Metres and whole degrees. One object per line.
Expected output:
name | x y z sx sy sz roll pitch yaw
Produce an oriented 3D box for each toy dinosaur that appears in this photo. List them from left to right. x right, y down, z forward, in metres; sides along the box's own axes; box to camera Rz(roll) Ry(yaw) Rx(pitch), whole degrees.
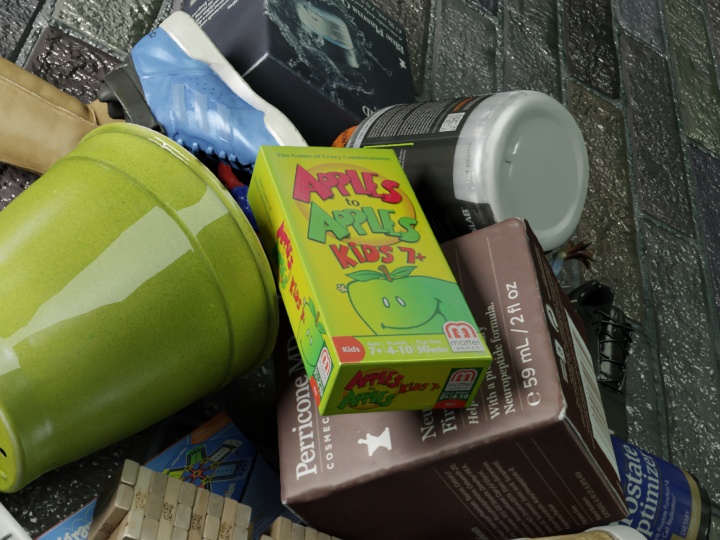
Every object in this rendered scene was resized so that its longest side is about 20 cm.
toy dinosaur | 0.140 0.013 1.122 0.181 0.200 0.105 -31 86 -24

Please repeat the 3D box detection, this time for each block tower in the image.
block tower | -0.076 0.191 0.786 0.199 0.058 0.054 24 43 -18

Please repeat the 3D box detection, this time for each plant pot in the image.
plant pot | -0.189 0.036 0.777 0.200 0.201 0.193 46 50 6

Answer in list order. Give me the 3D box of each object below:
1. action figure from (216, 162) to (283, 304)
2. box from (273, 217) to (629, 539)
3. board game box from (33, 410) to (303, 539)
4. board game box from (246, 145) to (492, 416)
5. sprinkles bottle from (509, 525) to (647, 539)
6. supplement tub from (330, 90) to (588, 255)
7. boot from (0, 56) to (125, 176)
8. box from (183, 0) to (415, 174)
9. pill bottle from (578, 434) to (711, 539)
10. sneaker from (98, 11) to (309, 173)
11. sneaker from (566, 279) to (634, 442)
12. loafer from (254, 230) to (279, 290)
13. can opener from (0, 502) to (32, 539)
action figure | -0.099 -0.003 0.979 0.065 0.099 0.200 2 30 -35
box | 0.062 0.098 0.853 0.164 0.199 0.167 52 24 -48
board game box | -0.127 0.180 0.811 0.103 0.019 0.200 50 40 7
board game box | 0.000 0.000 0.779 0.101 0.048 0.201 -1 44 -22
sprinkles bottle | 0.107 0.206 0.776 0.199 0.068 0.069 3 52 -37
supplement tub | 0.067 -0.072 0.936 0.122 0.199 0.124 -3 94 -40
boot | -0.261 -0.147 0.970 0.199 0.066 0.176 26 41 -16
box | -0.053 -0.177 1.092 0.196 0.117 0.201 31 39 -36
pill bottle | 0.177 0.182 0.983 0.199 0.112 0.112 26 41 -18
sneaker | -0.118 -0.096 0.920 0.111 0.077 0.200 -41 79 -8
sneaker | 0.211 0.081 1.099 0.076 0.091 0.201 28 30 -25
loafer | -0.130 -0.038 0.909 0.072 0.073 0.200 41 -5 -41
can opener | -0.257 0.129 0.718 0.053 0.067 0.200 -39 77 -27
